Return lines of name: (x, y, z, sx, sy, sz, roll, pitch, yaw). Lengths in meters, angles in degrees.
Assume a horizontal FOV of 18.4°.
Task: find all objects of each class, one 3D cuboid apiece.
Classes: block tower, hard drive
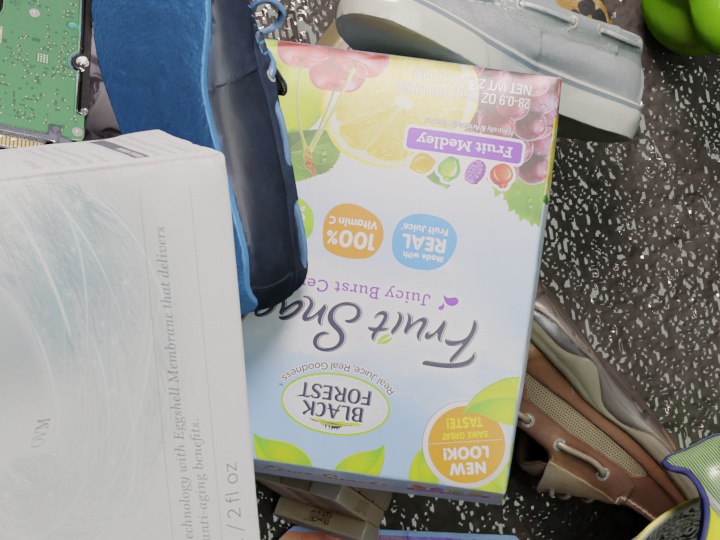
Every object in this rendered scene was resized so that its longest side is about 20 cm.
block tower: (0.011, 0.034, 1.115, 0.058, 0.054, 0.200, 41, 66, -58)
hard drive: (-0.191, -0.129, 1.007, 0.139, 0.038, 0.200, 10, 50, -18)

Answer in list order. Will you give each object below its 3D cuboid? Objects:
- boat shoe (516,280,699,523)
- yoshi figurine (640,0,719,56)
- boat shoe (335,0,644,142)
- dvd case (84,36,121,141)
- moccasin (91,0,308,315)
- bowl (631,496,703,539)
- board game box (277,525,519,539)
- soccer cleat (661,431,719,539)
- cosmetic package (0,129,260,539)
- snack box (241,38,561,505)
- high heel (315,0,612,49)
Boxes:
boat shoe: (0.115, 0.085, 1.176, 0.072, 0.076, 0.200, -39, 113, 6)
yoshi figurine: (0.175, -0.203, 1.236, 0.112, 0.112, 0.200, 21, 53, -64)
boat shoe: (0.069, -0.120, 1.107, 0.201, 0.070, 0.072, 18, 79, -41)
dvd case: (-0.141, -0.058, 1.089, 0.148, 0.016, 0.200, -10, 88, -27)
moccasin: (-0.071, -0.078, 1.001, 0.068, 0.080, 0.200, -6, 88, -54)
bowl: (0.168, 0.217, 1.161, 0.200, 0.094, 0.201, 5, 81, -31)
board game box: (0.029, 0.211, 1.126, 0.200, 0.039, 0.158, 6, 81, -25)
soccer cleat: (0.189, 0.179, 1.100, 0.084, 0.065, 0.201, -6, 90, -3)
cosmetic package: (-0.154, 0.056, 0.894, 0.200, 0.123, 0.200, -8, 100, -17)
snack box: (0.000, 0.000, 1.049, 0.168, 0.068, 0.200, 7, 81, 4)
high heel: (0.054, -0.099, 1.158, 0.143, 0.071, 0.200, 42, 61, -12)
